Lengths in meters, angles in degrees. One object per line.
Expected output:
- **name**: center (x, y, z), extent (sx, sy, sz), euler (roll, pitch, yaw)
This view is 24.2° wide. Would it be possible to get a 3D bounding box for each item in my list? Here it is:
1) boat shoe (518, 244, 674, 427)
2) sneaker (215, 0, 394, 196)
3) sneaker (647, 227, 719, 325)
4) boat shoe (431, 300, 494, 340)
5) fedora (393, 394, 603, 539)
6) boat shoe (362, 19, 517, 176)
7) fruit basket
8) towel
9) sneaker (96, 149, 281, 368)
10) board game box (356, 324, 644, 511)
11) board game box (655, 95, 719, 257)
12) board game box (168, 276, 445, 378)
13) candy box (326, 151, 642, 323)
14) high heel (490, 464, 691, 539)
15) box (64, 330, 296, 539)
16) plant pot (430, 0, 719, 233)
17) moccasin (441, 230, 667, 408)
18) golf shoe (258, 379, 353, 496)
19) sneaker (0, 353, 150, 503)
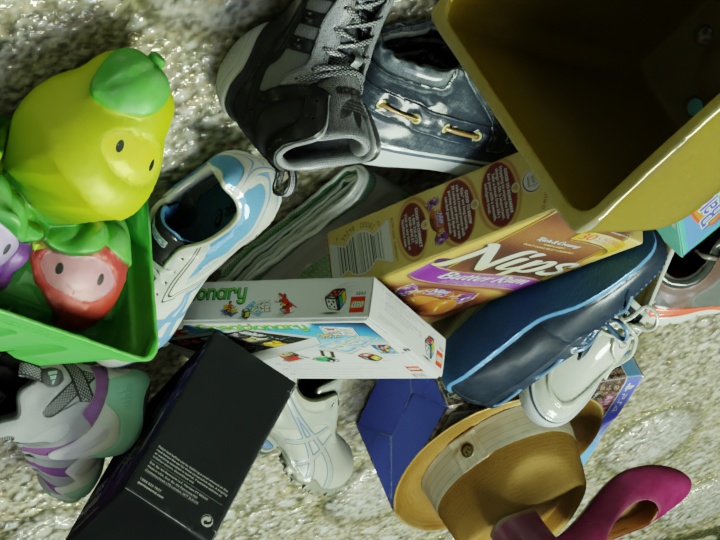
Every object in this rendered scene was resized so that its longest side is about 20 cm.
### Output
- **boat shoe**: center (0.202, 0.037, 1.348), extent (0.075, 0.203, 0.086), euler (42, 157, -16)
- **sneaker**: center (-0.008, -0.135, 1.036), extent (0.075, 0.115, 0.200), euler (10, 133, -42)
- **sneaker**: center (0.327, -0.007, 1.474), extent (0.198, 0.077, 0.082), euler (-13, 139, -20)
- **boat shoe**: center (0.129, -0.008, 1.301), extent (0.063, 0.073, 0.201), euler (30, 112, -17)
- **fedora**: center (0.127, 0.183, 1.413), extent (0.198, 0.082, 0.202), euler (-18, 146, -12)
- **boat shoe**: center (0.078, -0.116, 1.158), extent (0.198, 0.071, 0.091), euler (-1, 139, -32)
- **fruit basket**: center (-0.189, -0.040, 1.038), extent (0.213, 0.157, 0.216), euler (-6, 156, -3)
- **towel**: center (0.000, 0.000, 1.306), extent (0.149, 0.031, 0.199), euler (-37, 145, 18)
- **sneaker**: center (-0.135, -0.010, 1.164), extent (0.200, 0.072, 0.072), euler (-47, 147, 23)
- **board game box**: center (0.120, 0.115, 1.480), extent (0.198, 0.097, 0.160), euler (-6, 142, -27)
- **board game box**: center (0.300, -0.120, 1.282), extent (0.199, 0.045, 0.153), euler (-38, 148, -8)
- **board game box**: center (-0.052, 0.045, 1.238), extent (0.198, 0.035, 0.126), euler (-2, 157, 28)
- **candy box**: center (0.087, -0.023, 1.204), extent (0.199, 0.057, 0.116), euler (-24, 155, 35)
- **high heel**: center (0.206, 0.224, 1.362), extent (0.198, 0.096, 0.068), euler (-16, 140, -24)
- **box**: center (-0.140, 0.150, 1.259), extent (0.079, 0.142, 0.200), euler (35, 149, -7)
- **plant pot**: center (0.206, -0.145, 1.103), extent (0.195, 0.195, 0.199), euler (-43, 152, 24)
- **moccasin**: center (0.148, 0.032, 1.256), extent (0.199, 0.081, 0.068), euler (-33, 129, 25)
- **golf shoe**: center (-0.040, 0.125, 1.416), extent (0.097, 0.079, 0.200), euler (-38, 146, 9)
- **sneaker**: center (-0.251, 0.108, 1.264), extent (0.138, 0.079, 0.200), euler (17, 146, -19)
